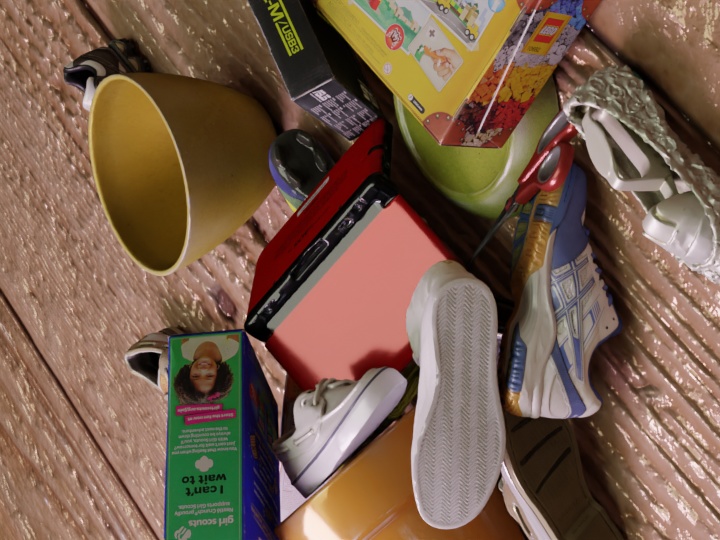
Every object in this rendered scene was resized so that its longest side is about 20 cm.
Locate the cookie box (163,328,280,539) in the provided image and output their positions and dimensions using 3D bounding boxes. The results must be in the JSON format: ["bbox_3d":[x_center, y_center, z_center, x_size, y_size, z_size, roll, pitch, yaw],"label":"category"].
[{"bbox_3d":[-0.120,0.180,1.374,0.172,0.074,0.202,74,-169,-60],"label":"cookie box"}]

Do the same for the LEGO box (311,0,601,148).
[{"bbox_3d":[0.065,-0.214,1.182,0.200,0.077,0.149,51,123,29],"label":"LEGO box"}]

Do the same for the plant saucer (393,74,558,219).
[{"bbox_3d":[0.085,-0.136,1.271,0.199,0.031,0.202,30,129,46],"label":"plant saucer"}]

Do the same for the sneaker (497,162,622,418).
[{"bbox_3d":[0.162,0.016,1.206,0.075,0.087,0.202,-129,48,-81],"label":"sneaker"}]

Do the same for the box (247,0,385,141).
[{"bbox_3d":[-0.053,-0.218,1.315,0.194,0.047,0.200,64,-171,11],"label":"box"}]

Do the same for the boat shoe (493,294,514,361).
[{"bbox_3d":[0.083,0.035,1.319,0.199,0.073,0.061,31,130,42],"label":"boat shoe"}]

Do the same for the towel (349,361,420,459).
[{"bbox_3d":[0.022,0.124,1.415,0.018,0.086,0.200,38,155,0],"label":"towel"}]

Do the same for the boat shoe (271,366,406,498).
[{"bbox_3d":[-0.024,0.123,1.289,0.066,0.072,0.200,45,149,7],"label":"boat shoe"}]

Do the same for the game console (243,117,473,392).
[{"bbox_3d":[0.000,0.000,1.353,0.200,0.118,0.173,-47,20,28],"label":"game console"}]

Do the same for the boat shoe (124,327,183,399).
[{"bbox_3d":[-0.199,0.123,1.769,0.199,0.068,0.076,19,120,51],"label":"boat shoe"}]

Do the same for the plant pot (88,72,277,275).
[{"bbox_3d":[-0.163,-0.110,1.550,0.200,0.141,0.202,31,130,46],"label":"plant pot"}]

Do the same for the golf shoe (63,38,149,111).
[{"bbox_3d":[-0.253,-0.174,1.698,0.200,0.094,0.078,43,137,34],"label":"golf shoe"}]

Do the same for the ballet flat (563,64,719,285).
[{"bbox_3d":[0.210,-0.057,1.093,0.201,0.071,0.072,56,144,22],"label":"ballet flat"}]

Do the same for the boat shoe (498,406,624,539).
[{"bbox_3d":[0.146,0.177,1.269,0.068,0.074,0.201,-9,110,57],"label":"boat shoe"}]

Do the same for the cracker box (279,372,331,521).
[{"bbox_3d":[-0.053,0.163,1.538,0.134,0.057,0.201,-88,6,-55],"label":"cracker box"}]

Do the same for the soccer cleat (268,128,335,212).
[{"bbox_3d":[-0.023,-0.043,1.467,0.201,0.064,0.084,61,175,9],"label":"soccer cleat"}]

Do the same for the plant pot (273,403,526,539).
[{"bbox_3d":[0.056,0.235,1.368,0.184,0.200,0.200,50,144,5],"label":"plant pot"}]

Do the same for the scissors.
[{"bbox_3d":[0.127,-0.064,1.217,0.200,0.014,0.074,129,158,-59],"label":"scissors"}]

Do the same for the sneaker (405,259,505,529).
[{"bbox_3d":[0.073,0.093,1.229,0.116,0.073,0.202,-113,28,-77],"label":"sneaker"}]
